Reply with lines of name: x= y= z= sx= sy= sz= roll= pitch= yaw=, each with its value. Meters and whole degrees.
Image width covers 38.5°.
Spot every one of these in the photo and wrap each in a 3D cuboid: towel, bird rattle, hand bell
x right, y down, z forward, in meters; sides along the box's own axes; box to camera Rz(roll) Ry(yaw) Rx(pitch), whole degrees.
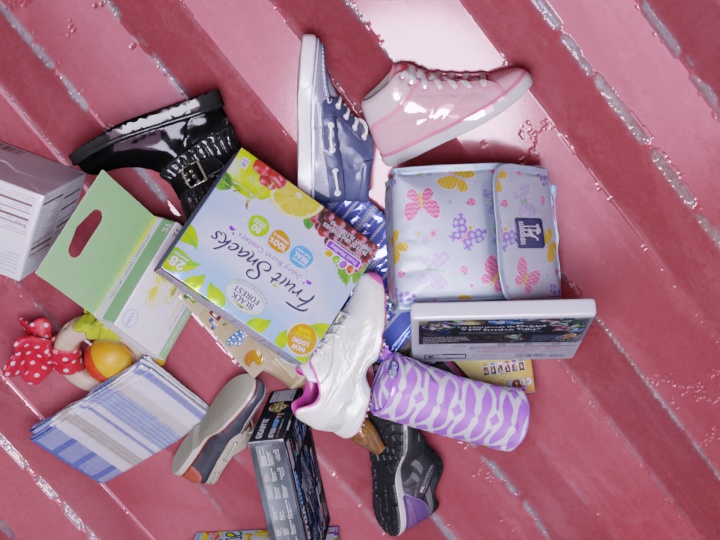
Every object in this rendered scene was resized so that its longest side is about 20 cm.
towel: x=-0.310 y=0.198 z=1.343 sx=0.200 sy=0.024 sz=0.147 roll=-32 pitch=130 yaw=13
bird rattle: x=-0.343 y=0.104 z=1.311 sx=0.200 sy=0.113 sz=0.163 roll=-38 pitch=117 yaw=15
hand bell: x=-0.044 y=0.154 z=1.280 sx=0.104 sy=0.104 sz=0.200 roll=-43 pitch=90 yaw=14
towel: x=0.000 y=0.000 z=1.268 sx=0.200 sy=0.024 sz=0.145 roll=41 pitch=95 yaw=3

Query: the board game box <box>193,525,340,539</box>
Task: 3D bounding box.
board game box: x=-0.126 y=0.414 z=1.374 sx=0.200 sy=0.103 sz=0.105 roll=-4 pitch=105 yaw=5

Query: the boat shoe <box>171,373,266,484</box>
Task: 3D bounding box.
boat shoe: x=-0.171 y=0.207 z=1.325 sx=0.063 sy=0.071 sz=0.200 roll=27 pitch=122 yaw=-21

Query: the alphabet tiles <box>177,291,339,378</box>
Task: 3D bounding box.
alphabet tiles: x=-0.111 y=0.023 z=1.226 sx=0.166 sy=0.006 sz=0.200 roll=-44 pitch=101 yaw=-16

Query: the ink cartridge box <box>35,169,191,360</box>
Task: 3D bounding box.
ink cartridge box: x=-0.265 y=-0.002 z=1.208 sx=0.048 sy=0.200 sz=0.146 roll=17 pitch=70 yaw=34

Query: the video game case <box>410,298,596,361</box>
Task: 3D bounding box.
video game case: x=0.158 y=0.071 z=1.192 sx=0.200 sy=0.182 sz=0.023 roll=-1 pitch=70 yaw=3

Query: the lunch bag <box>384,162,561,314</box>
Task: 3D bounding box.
lunch bag: x=0.132 y=-0.037 z=1.198 sx=0.200 sy=0.127 sz=0.170 roll=-1 pitch=85 yaw=-5

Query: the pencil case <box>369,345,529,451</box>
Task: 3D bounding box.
pencil case: x=0.106 y=0.156 z=1.240 sx=0.200 sy=0.086 sz=0.084 roll=20 pitch=141 yaw=-18

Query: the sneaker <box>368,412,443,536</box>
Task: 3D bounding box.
sneaker: x=0.063 y=0.238 z=1.328 sx=0.088 sy=0.076 sz=0.200 roll=-15 pitch=119 yaw=-31

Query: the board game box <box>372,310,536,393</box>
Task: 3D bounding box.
board game box: x=0.113 y=0.100 z=1.304 sx=0.200 sy=0.035 sz=0.136 roll=-8 pitch=105 yaw=6

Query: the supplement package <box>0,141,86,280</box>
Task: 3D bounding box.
supplement package: x=-0.458 y=-0.088 z=1.233 sx=0.200 sy=0.156 sz=0.111 roll=21 pitch=105 yaw=-2

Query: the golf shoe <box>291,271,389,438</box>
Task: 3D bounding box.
golf shoe: x=-0.023 y=0.095 z=1.214 sx=0.091 sy=0.075 sz=0.200 roll=13 pitch=88 yaw=-17

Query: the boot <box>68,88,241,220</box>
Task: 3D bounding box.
boot: x=-0.233 y=-0.114 z=1.248 sx=0.211 sy=0.079 sz=0.158 roll=-18 pitch=103 yaw=9

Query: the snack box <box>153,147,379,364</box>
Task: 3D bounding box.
snack box: x=-0.107 y=-0.013 z=1.190 sx=0.200 sy=0.068 sz=0.169 roll=36 pitch=76 yaw=-12

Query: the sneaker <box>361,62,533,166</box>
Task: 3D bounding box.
sneaker: x=0.093 y=-0.209 z=1.198 sx=0.200 sy=0.075 sz=0.105 roll=-25 pitch=107 yaw=15

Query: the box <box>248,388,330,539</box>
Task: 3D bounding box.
box: x=-0.086 y=0.270 z=1.303 sx=0.046 sy=0.159 sz=0.200 roll=-9 pitch=105 yaw=8

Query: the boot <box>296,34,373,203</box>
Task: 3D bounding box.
boot: x=-0.030 y=-0.178 z=1.225 sx=0.090 sy=0.073 sz=0.200 roll=0 pitch=107 yaw=-5
